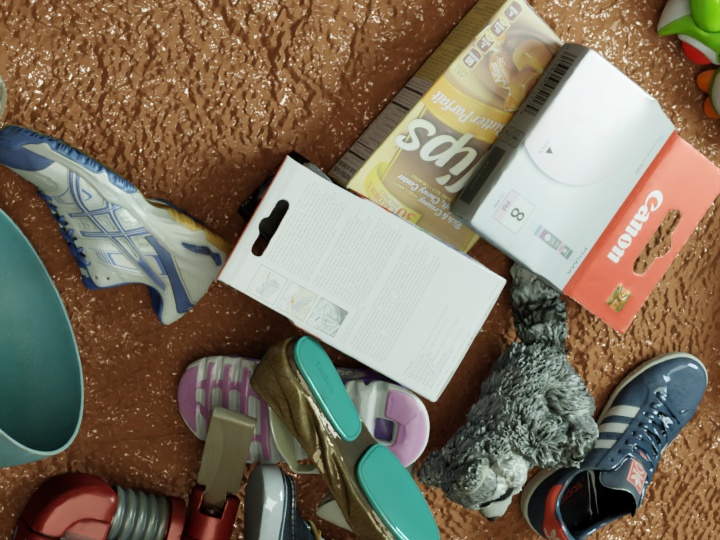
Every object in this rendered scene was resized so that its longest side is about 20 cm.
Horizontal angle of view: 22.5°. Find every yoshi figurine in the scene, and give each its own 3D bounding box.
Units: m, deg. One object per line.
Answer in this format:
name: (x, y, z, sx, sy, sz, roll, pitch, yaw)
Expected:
yoshi figurine: (0.319, -0.185, 1.442, 0.112, 0.112, 0.201, -32, 112, -14)

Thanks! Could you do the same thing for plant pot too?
plant pot: (-0.307, 0.059, 1.283, 0.134, 0.200, 0.201, -22, 109, 15)

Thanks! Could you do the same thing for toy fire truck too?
toy fire truck: (-0.163, 0.189, 1.382, 0.175, 0.129, 0.201, 17, 89, -19)

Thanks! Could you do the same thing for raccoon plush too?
raccoon plush: (0.100, 0.096, 1.443, 0.133, 0.097, 0.201, -8, 77, -32)

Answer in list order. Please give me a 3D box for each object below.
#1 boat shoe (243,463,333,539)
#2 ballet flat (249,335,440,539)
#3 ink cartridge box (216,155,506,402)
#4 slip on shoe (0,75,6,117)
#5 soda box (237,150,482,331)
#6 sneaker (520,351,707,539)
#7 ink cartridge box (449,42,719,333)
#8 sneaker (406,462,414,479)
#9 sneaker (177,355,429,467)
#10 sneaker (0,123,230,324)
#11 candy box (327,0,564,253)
boat shoe: (-0.045, 0.223, 1.416, 0.090, 0.071, 0.201, -2, 133, -9)
ballet flat: (-0.018, 0.143, 1.351, 0.072, 0.068, 0.201, -31, 96, 33)
ink cartridge box: (-0.002, 0.003, 1.352, 0.199, 0.050, 0.109, 30, 94, -19)
slip on shoe: (-0.323, -0.180, 1.277, 0.076, 0.061, 0.201, -35, 109, -6)
soda box: (0.000, 0.000, 1.411, 0.200, 0.063, 0.071, 43, 88, -20)
sneaker: (0.225, 0.155, 1.500, 0.075, 0.084, 0.200, 43, 88, -20)
ink cartridge box: (0.191, -0.058, 1.414, 0.200, 0.057, 0.163, 34, 92, -22)
sneaker: (0.040, 0.229, 1.442, 0.079, 0.074, 0.202, 0, 78, 1)
sneaker: (-0.042, 0.106, 1.419, 0.199, 0.088, 0.081, 8, 103, 5)
sneaker: (-0.194, -0.031, 1.341, 0.199, 0.075, 0.088, 33, 92, -20)
candy box: (0.084, -0.108, 1.415, 0.115, 0.055, 0.200, 42, 88, -22)
